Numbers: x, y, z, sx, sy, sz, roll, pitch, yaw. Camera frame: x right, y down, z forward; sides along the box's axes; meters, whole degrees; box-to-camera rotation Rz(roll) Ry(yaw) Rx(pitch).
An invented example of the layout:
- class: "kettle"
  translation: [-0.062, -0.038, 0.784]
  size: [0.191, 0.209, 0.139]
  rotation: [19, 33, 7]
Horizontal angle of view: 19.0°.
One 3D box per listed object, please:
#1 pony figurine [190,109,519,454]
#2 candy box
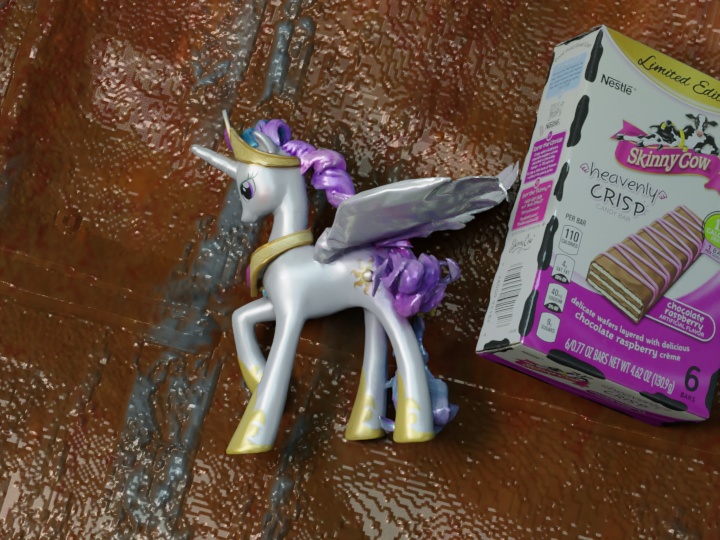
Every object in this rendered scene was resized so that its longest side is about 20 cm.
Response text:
- class: "pony figurine"
  translation: [0.000, 0.000, 1.266]
  size: [0.191, 0.167, 0.202]
  rotation: [-4, 89, 7]
- class: "candy box"
  translation: [0.160, -0.025, 1.277]
  size: [0.135, 0.061, 0.202]
  rotation: [21, 73, -22]
